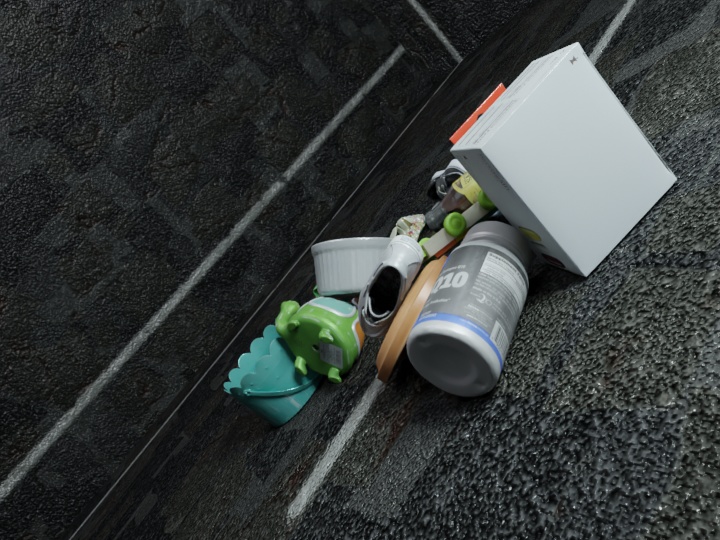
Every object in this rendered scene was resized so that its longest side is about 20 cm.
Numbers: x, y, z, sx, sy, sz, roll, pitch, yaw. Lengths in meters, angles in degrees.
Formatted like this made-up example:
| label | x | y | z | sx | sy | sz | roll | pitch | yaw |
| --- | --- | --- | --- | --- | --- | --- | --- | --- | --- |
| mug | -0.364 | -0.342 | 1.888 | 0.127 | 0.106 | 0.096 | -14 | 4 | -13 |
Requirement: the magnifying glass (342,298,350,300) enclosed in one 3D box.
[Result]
| label | x | y | z | sx | sy | sz | roll | pitch | yaw |
| --- | --- | --- | --- | --- | --- | --- | --- | --- | --- |
| magnifying glass | -0.045 | 0.071 | 1.133 | 0.022 | 0.078 | 0.206 | -21 | 59 | 53 |

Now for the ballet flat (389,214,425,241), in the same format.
| label | x | y | z | sx | sy | sz | roll | pitch | yaw |
| --- | --- | --- | --- | --- | --- | --- | --- | --- | --- |
| ballet flat | 0.107 | -0.087 | 1.244 | 0.075 | 0.064 | 0.202 | -40 | 14 | 38 |

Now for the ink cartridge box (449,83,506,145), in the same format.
| label | x | y | z | sx | sy | sz | roll | pitch | yaw |
| --- | --- | --- | --- | --- | --- | --- | --- | --- | --- |
| ink cartridge box | 0.225 | -0.140 | 0.715 | 0.109 | 0.200 | 0.050 | -45 | 13 | 1 |

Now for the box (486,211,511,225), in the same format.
| label | x | y | z | sx | sy | sz | roll | pitch | yaw |
| --- | --- | --- | --- | --- | --- | --- | --- | --- | --- |
| box | 0.266 | -0.115 | 0.857 | 0.160 | 0.043 | 0.200 | -46 | 13 | 7 |

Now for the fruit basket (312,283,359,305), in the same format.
| label | x | y | z | sx | sy | sz | roll | pitch | yaw |
| --- | --- | --- | --- | --- | --- | --- | --- | --- | --- |
| fruit basket | -0.043 | 0.063 | 1.223 | 0.183 | 0.094 | 0.202 | -32 | 28 | 23 |

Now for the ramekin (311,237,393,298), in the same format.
| label | x | y | z | sx | sy | sz | roll | pitch | yaw |
| --- | --- | --- | --- | --- | --- | --- | --- | --- | --- |
| ramekin | 0.000 | 0.000 | 1.059 | 0.199 | 0.195 | 0.101 | 165 | 104 | -66 |

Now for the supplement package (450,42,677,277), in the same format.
| label | x | y | z | sx | sy | sz | roll | pitch | yaw |
| --- | --- | --- | --- | --- | --- | --- | --- | --- | --- |
| supplement package | 0.236 | -0.126 | 0.635 | 0.156 | 0.200 | 0.111 | -45 | 12 | 1 |

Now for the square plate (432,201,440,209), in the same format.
| label | x | y | z | sx | sy | sz | roll | pitch | yaw |
| --- | --- | --- | --- | --- | --- | --- | --- | --- | --- |
| square plate | 0.224 | -0.162 | 1.166 | 0.200 | 0.028 | 0.199 | -46 | 13 | 11 |

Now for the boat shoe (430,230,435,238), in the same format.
| label | x | y | z | sx | sy | sz | roll | pitch | yaw |
| --- | --- | --- | --- | --- | --- | --- | --- | --- | --- |
| boat shoe | 0.199 | -0.111 | 1.013 | 0.072 | 0.065 | 0.203 | -42 | -14 | -49 |

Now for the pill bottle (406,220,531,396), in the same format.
| label | x | y | z | sx | sy | sz | roll | pitch | yaw |
| --- | --- | --- | --- | --- | --- | --- | --- | --- | --- |
| pill bottle | 0.141 | 0.039 | 0.653 | 0.113 | 0.114 | 0.202 | -30 | 20 | 49 |

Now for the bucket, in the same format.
| label | x | y | z | sx | sy | sz | roll | pitch | yaw |
| --- | --- | --- | --- | --- | --- | --- | --- | --- | --- |
| bucket | -0.173 | 0.210 | 1.115 | 0.207 | 0.135 | 0.208 | -44 | 14 | 14 |

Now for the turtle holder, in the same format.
| label | x | y | z | sx | sy | sz | roll | pitch | yaw |
| --- | --- | --- | --- | --- | --- | --- | --- | --- | --- |
| turtle holder | -0.074 | 0.121 | 1.018 | 0.182 | 0.144 | 0.132 | -12 | 24 | 39 |

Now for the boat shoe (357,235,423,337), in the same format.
| label | x | y | z | sx | sy | sz | roll | pitch | yaw |
| --- | --- | --- | --- | --- | --- | --- | --- | --- | --- |
| boat shoe | 0.032 | 0.041 | 0.743 | 0.069 | 0.071 | 0.201 | -51 | -6 | -41 |

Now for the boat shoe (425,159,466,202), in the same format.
| label | x | y | z | sx | sy | sz | roll | pitch | yaw |
| --- | --- | --- | --- | --- | --- | --- | --- | --- | --- |
| boat shoe | 0.187 | -0.183 | 1.142 | 0.067 | 0.069 | 0.200 | -55 | 13 | -6 |

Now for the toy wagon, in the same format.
| label | x | y | z | sx | sy | sz | roll | pitch | yaw |
| --- | --- | --- | --- | --- | --- | --- | --- | --- | --- |
| toy wagon | 0.131 | -0.054 | 0.815 | 0.198 | 0.040 | 0.155 | -38 | -3 | -14 |

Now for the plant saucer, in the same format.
| label | x | y | z | sx | sy | sz | roll | pitch | yaw |
| --- | --- | --- | --- | --- | --- | --- | --- | --- | --- |
| plant saucer | 0.075 | 0.068 | 0.774 | 0.203 | 0.032 | 0.201 | -58 | -10 | -16 |

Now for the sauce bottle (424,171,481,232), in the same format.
| label | x | y | z | sx | sy | sz | roll | pitch | yaw |
| --- | --- | --- | --- | --- | --- | --- | --- | --- | --- |
| sauce bottle | 0.193 | -0.138 | 0.918 | 0.199 | 0.066 | 0.067 | -39 | 15 | 31 |

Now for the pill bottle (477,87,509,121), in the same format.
| label | x | y | z | sx | sy | sz | roll | pitch | yaw |
| --- | --- | --- | --- | --- | --- | --- | --- | --- | --- |
| pill bottle | 0.340 | -0.337 | 1.118 | 0.112 | 0.111 | 0.199 | -54 | 14 | -31 |
